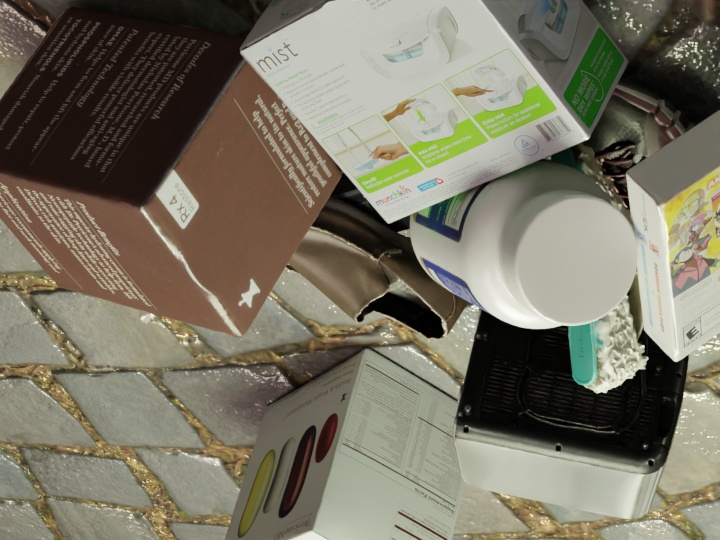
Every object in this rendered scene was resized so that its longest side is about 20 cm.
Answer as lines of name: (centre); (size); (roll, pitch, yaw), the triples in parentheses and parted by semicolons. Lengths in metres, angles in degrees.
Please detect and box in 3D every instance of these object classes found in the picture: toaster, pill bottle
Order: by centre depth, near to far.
pill bottle: (0.119, -0.023, 1.321); (0.120, 0.120, 0.200); (30, -179, -19)
toaster: (0.184, 0.093, 1.518); (0.199, 0.181, 0.119); (10, 151, 9)

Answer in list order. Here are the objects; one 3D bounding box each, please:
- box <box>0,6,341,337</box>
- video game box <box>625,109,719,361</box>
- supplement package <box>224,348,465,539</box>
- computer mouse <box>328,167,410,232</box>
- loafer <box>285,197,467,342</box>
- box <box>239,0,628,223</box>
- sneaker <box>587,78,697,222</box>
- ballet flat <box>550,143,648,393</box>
box: (-0.158, -0.077, 1.390); (0.200, 0.164, 0.166); (14, 151, 34)
video game box: (0.279, -0.051, 1.278); (0.047, 0.200, 0.182); (48, 164, 34)
supplement package: (-0.014, 0.218, 1.756); (0.147, 0.200, 0.191); (31, 143, -20)
computer mouse: (0.038, -0.050, 1.501); (0.200, 0.046, 0.140); (-23, 134, 36)
loafer: (0.000, 0.000, 1.476); (0.200, 0.071, 0.073); (19, 143, -11)
box: (0.048, -0.149, 1.276); (0.200, 0.097, 0.177); (-23, 117, 44)
sneaker: (0.213, -0.050, 1.344); (0.200, 0.116, 0.076); (34, 160, -24)
ballet flat: (0.189, -0.006, 1.429); (0.072, 0.072, 0.201); (-1, 102, 24)
